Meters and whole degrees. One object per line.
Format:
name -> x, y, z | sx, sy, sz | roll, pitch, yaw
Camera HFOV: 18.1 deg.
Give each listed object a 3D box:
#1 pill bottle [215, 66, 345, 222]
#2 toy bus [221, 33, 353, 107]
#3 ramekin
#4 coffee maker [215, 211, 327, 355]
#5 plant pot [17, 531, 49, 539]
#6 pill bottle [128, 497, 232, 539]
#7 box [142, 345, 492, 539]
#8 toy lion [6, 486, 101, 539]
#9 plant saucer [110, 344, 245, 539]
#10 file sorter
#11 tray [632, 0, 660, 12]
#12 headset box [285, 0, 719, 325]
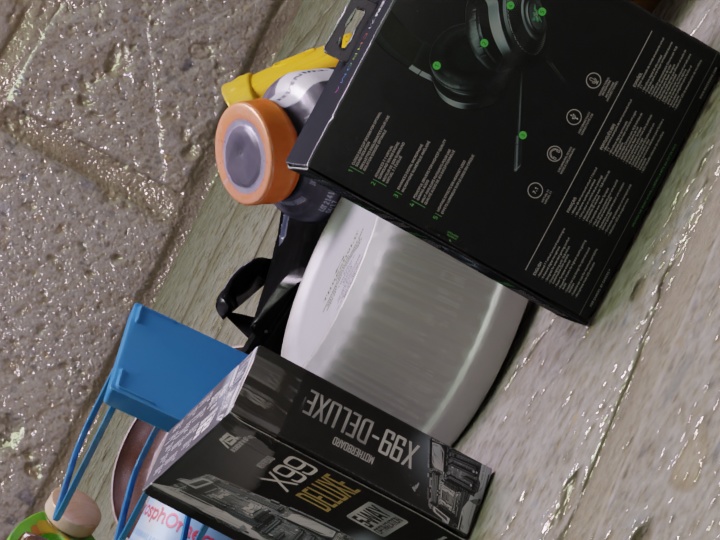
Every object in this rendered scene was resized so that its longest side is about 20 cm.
pill bottle -> -0.002, -0.091, 1.581 | 0.106, 0.199, 0.107 | 15, 109, 51
toy bus -> 0.003, -0.103, 1.898 | 0.191, 0.201, 0.136 | -27, 10, 3
ramekin -> 0.028, 0.017, 1.472 | 0.201, 0.105, 0.200 | -60, 14, 25
coffee maker -> 0.000, 0.000, 1.723 | 0.192, 0.135, 0.200 | -30, 25, 25
plant pot -> -0.181, 0.291, 1.581 | 0.201, 0.198, 0.200 | -58, 10, 16
pill bottle -> -0.119, 0.209, 1.743 | 0.201, 0.108, 0.109 | -63, 10, -8
box -> -0.031, 0.127, 1.368 | 0.050, 0.157, 0.200 | -66, 11, -25
toy lion -> -0.214, 0.281, 1.816 | 0.069, 0.200, 0.192 | -56, -8, 23
plant saucer -> -0.119, 0.154, 1.879 | 0.200, 0.032, 0.201 | -21, 47, 25
file sorter -> -0.098, 0.139, 1.564 | 0.123, 0.199, 0.139 | -61, 9, 20
tray -> 0.130, -0.150, 1.482 | 0.037, 0.098, 0.200 | 56, 130, 30
headset box -> 0.075, -0.093, 1.295 | 0.175, 0.199, 0.093 | -63, 10, -1
